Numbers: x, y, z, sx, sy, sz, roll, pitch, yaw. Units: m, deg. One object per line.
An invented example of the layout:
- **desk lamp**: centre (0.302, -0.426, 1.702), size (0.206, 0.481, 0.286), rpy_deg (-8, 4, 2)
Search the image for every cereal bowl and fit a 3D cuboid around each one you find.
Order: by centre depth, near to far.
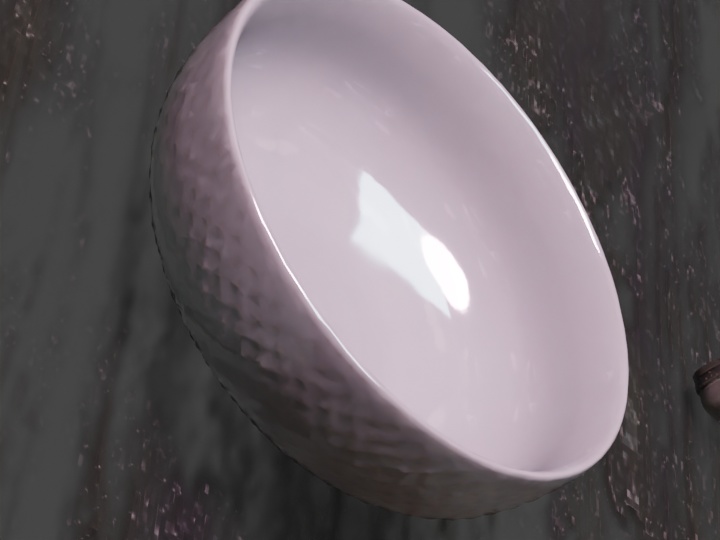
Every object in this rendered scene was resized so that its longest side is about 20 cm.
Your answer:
- **cereal bowl**: centre (0.000, 0.000, 0.799), size (0.200, 0.083, 0.201), rpy_deg (33, 40, -33)

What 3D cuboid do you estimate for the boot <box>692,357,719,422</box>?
- **boot**: centre (0.234, 0.112, 1.035), size (0.200, 0.068, 0.131), rpy_deg (24, 51, -39)
